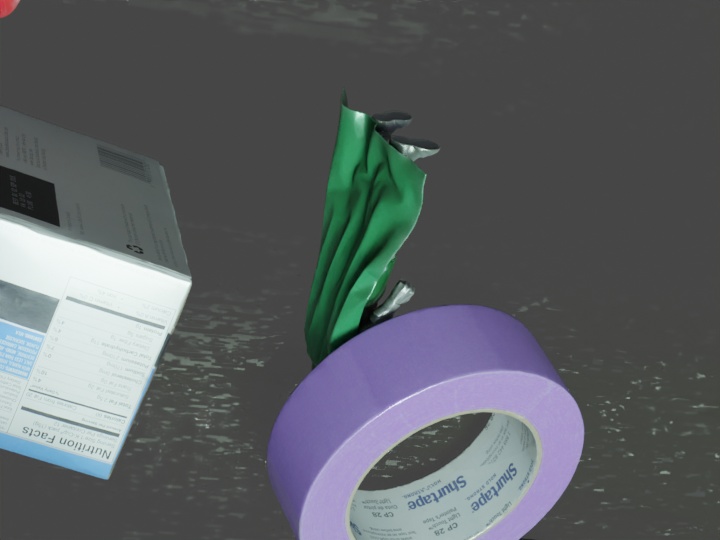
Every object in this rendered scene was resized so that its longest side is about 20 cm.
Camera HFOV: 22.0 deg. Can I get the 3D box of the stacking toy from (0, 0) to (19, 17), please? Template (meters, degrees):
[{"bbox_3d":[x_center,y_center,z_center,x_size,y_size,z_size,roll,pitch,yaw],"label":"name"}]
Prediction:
[{"bbox_3d":[-0.162,-0.221,1.052,0.199,0.110,0.117,-23,112,-14],"label":"stacking toy"}]

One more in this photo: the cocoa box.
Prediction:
[{"bbox_3d":[-0.189,0.006,1.070,0.133,0.200,0.132,19,107,-19],"label":"cocoa box"}]

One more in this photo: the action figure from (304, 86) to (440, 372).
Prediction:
[{"bbox_3d":[0.000,0.000,1.172,0.054,0.118,0.201,2,120,-25],"label":"action figure"}]

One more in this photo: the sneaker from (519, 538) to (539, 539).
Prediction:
[{"bbox_3d":[0.105,0.277,1.309,0.091,0.078,0.201,0,113,-16],"label":"sneaker"}]

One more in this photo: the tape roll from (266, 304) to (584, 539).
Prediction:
[{"bbox_3d":[0.042,0.118,1.196,0.199,0.066,0.201,-16,137,-16],"label":"tape roll"}]
